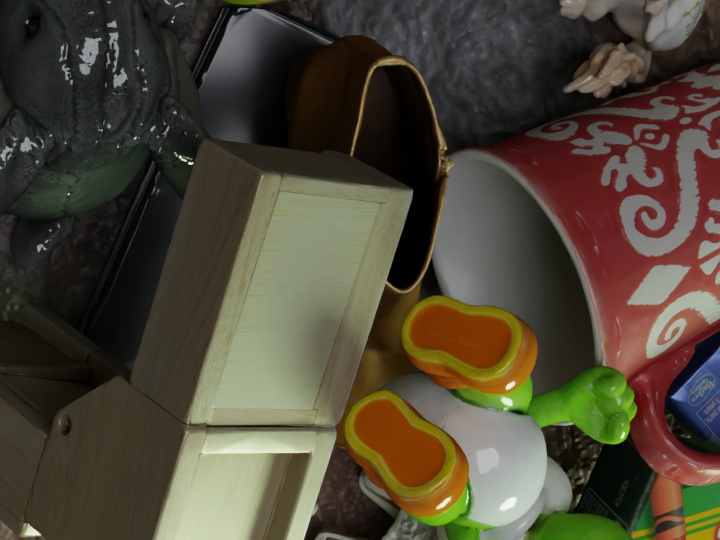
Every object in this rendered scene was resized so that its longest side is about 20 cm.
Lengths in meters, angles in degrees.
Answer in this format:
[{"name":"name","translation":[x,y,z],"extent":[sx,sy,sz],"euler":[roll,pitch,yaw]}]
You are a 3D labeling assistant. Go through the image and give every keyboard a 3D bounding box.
[{"name":"keyboard","translation":[-0.047,-0.016,0.946],"extent":[0.127,0.021,0.201],"euler":[24,97,-17]}]

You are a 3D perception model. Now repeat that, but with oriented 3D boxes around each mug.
[{"name":"mug","translation":[0.154,-0.009,0.948],"extent":[0.199,0.133,0.178],"euler":[-25,109,-25]}]

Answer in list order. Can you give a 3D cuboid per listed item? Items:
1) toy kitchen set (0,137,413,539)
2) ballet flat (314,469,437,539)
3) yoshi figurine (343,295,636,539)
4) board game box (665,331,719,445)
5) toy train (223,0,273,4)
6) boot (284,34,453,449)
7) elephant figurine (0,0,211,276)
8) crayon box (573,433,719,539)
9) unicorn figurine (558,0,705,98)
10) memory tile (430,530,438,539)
[{"name":"toy kitchen set","translation":[-0.067,0.017,0.844],"extent":[0.163,0.200,0.181],"euler":[4,109,-45]},{"name":"ballet flat","translation":[0.013,0.135,0.985],"extent":[0.072,0.072,0.201],"euler":[32,90,-23]},{"name":"yoshi figurine","translation":[0.071,0.100,0.848],"extent":[0.112,0.112,0.200],"euler":[-17,146,11]},{"name":"board game box","translation":[0.280,0.056,1.064],"extent":[0.200,0.043,0.199],"euler":[-45,114,-2]},{"name":"toy train","translation":[-0.052,-0.164,0.850],"extent":[0.199,0.084,0.116],"euler":[-24,126,-34]},{"name":"boot","translation":[0.001,-0.001,0.875],"extent":[0.070,0.144,0.202],"euler":[-7,104,-11]},{"name":"elephant figurine","translation":[-0.119,-0.075,0.806],"extent":[0.141,0.200,0.155],"euler":[-44,113,-3]},{"name":"crayon box","translation":[0.192,0.156,1.004],"extent":[0.199,0.051,0.128],"euler":[13,107,-28]},{"name":"unicorn figurine","translation":[0.168,-0.167,0.945],"extent":[0.200,0.074,0.137],"euler":[-45,157,19]},{"name":"memory tile","translation":[0.054,0.209,1.005],"extent":[0.153,0.017,0.201],"euler":[16,105,-46]}]
